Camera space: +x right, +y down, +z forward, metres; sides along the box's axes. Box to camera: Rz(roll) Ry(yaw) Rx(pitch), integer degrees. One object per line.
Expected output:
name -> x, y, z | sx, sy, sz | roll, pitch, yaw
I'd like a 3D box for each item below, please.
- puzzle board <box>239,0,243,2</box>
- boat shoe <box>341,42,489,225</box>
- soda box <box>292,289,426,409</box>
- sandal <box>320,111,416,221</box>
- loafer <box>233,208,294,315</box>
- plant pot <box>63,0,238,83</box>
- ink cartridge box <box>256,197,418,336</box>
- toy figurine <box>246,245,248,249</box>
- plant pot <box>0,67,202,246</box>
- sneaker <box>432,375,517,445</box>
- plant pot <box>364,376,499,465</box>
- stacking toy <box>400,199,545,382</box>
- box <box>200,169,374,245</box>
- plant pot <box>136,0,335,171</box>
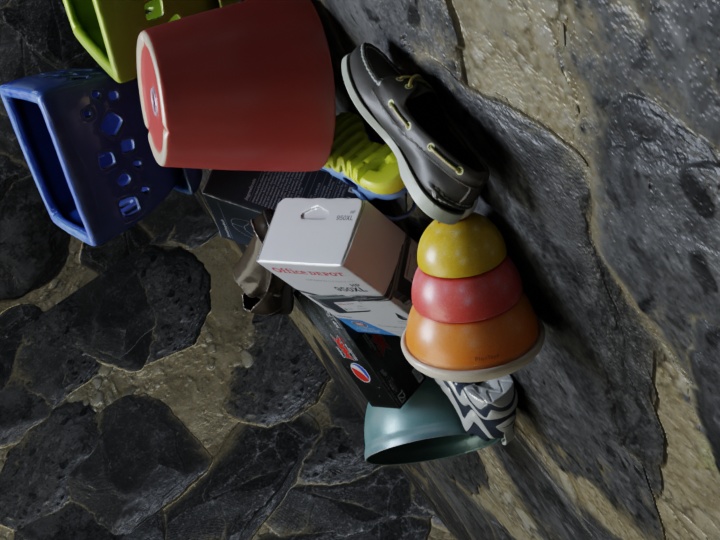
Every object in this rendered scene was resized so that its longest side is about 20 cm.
puzzle board -> -0.141, -0.347, 1.262 | 0.200, 0.017, 0.151 | 46, 166, 49
boat shoe -> 0.050, -0.136, 0.905 | 0.071, 0.061, 0.202 | -1, -128, -45
soda box -> 0.000, 0.086, 1.333 | 0.070, 0.063, 0.201 | -5, 123, 56
sandal -> 0.003, -0.115, 1.159 | 0.200, 0.079, 0.087 | 46, 171, 50
loafer -> -0.122, 0.003, 1.266 | 0.201, 0.071, 0.073 | 92, 157, -55
plant pot -> -0.258, -0.366, 1.201 | 0.199, 0.180, 0.202 | 43, 149, 47
ink cartridge box -> 0.000, 0.000, 1.184 | 0.144, 0.085, 0.200 | 2, 155, 43
toy figurine -> -0.150, -0.148, 1.757 | 0.200, 0.148, 0.186 | -75, -31, -71
plant pot -> -0.323, -0.167, 1.298 | 0.199, 0.179, 0.202 | 21, 132, 55
sneaker -> 0.143, 0.161, 1.365 | 0.199, 0.079, 0.131 | 31, 147, 45
plant pot -> 0.093, 0.195, 1.477 | 0.201, 0.198, 0.136 | 85, 176, -71
stacking toy -> 0.102, -0.007, 0.983 | 0.146, 0.145, 0.202 | -140, 37, -57
box -> -0.088, -0.087, 1.336 | 0.198, 0.108, 0.149 | 18, 162, 8
plant pot -> -0.141, -0.194, 1.096 | 0.200, 0.175, 0.203 | 169, 90, -71
